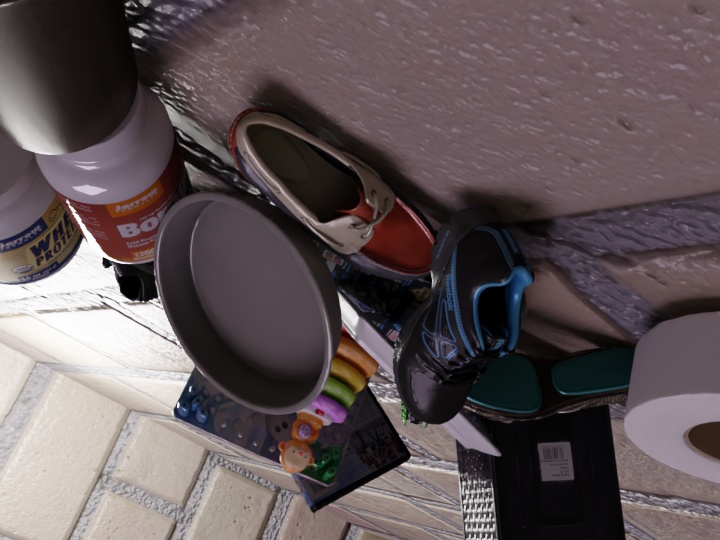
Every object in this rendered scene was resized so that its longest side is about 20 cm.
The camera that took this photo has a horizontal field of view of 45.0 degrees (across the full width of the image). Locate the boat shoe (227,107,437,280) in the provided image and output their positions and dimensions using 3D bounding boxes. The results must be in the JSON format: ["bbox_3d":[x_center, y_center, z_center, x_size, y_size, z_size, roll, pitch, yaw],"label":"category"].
[{"bbox_3d":[-0.015,-0.055,0.665,0.199,0.072,0.063,36,175,-16],"label":"boat shoe"}]

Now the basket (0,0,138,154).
[{"bbox_3d":[-0.215,-0.166,0.540,0.178,0.137,0.200,24,164,8],"label":"basket"}]

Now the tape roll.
[{"bbox_3d":[0.317,0.111,0.694,0.200,0.072,0.203,15,153,8],"label":"tape roll"}]

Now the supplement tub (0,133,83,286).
[{"bbox_3d":[-0.368,-0.080,0.885,0.143,0.146,0.200,22,160,2],"label":"supplement tub"}]

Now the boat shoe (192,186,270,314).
[{"bbox_3d":[-0.119,-0.018,0.840,0.199,0.072,0.067,36,-177,39],"label":"boat shoe"}]

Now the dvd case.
[{"bbox_3d":[-0.047,0.167,1.032,0.201,0.141,0.018,56,146,21],"label":"dvd case"}]

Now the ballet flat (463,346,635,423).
[{"bbox_3d":[0.166,0.111,0.804,0.197,0.069,0.076,-3,148,-6],"label":"ballet flat"}]

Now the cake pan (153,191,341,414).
[{"bbox_3d":[-0.093,0.025,0.735,0.198,0.037,0.203,19,123,31],"label":"cake pan"}]

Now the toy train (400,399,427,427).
[{"bbox_3d":[0.074,0.152,1.109,0.041,0.057,0.200,5,157,5],"label":"toy train"}]

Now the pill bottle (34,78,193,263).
[{"bbox_3d":[-0.206,-0.091,0.731,0.111,0.113,0.200,21,160,6],"label":"pill bottle"}]

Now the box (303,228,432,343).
[{"bbox_3d":[0.000,0.000,0.826,0.157,0.046,0.200,25,159,-2],"label":"box"}]

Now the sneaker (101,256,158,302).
[{"bbox_3d":[-0.258,0.004,1.053,0.075,0.088,0.200,15,158,19],"label":"sneaker"}]

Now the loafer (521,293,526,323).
[{"bbox_3d":[0.114,0.039,0.796,0.062,0.073,0.200,2,170,-13],"label":"loafer"}]

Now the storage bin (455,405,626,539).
[{"bbox_3d":[0.177,0.201,0.877,0.133,0.203,0.094,1,165,-15],"label":"storage bin"}]

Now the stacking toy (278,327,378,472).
[{"bbox_3d":[-0.041,0.127,0.962,0.115,0.202,0.109,31,158,-19],"label":"stacking toy"}]

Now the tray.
[{"bbox_3d":[0.045,0.097,0.803,0.200,0.022,0.107,45,178,-21],"label":"tray"}]

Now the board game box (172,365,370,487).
[{"bbox_3d":[-0.090,0.123,1.017,0.198,0.201,0.026,24,142,-3],"label":"board game box"}]

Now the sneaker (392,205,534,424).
[{"bbox_3d":[0.078,0.053,0.681,0.072,0.082,0.202,-6,126,-23],"label":"sneaker"}]
